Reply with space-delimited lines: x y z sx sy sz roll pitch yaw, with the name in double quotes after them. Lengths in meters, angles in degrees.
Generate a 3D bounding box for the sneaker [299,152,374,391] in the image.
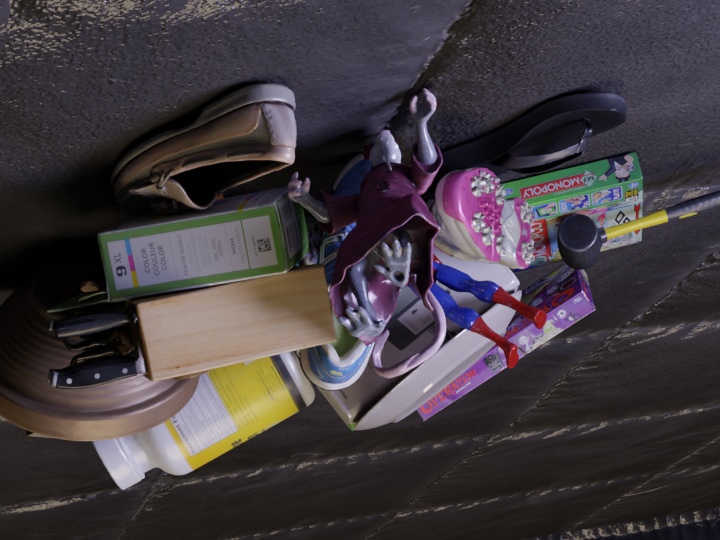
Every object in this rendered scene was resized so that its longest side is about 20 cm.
0.000 0.000 1.575 0.075 0.201 0.077 9 173 -7 "sneaker"

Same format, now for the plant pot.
-0.238 0.051 1.669 0.200 0.201 0.093 -7 127 -16 "plant pot"

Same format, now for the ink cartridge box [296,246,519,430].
0.044 0.052 1.787 0.200 0.084 0.146 -38 172 -6 "ink cartridge box"

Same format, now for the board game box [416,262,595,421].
0.138 0.066 1.877 0.200 0.032 0.120 -34 -164 11 "board game box"

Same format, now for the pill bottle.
-0.151 0.119 1.766 0.199 0.112 0.112 -29 163 -3 "pill bottle"

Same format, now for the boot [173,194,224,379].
-0.094 -0.001 1.618 0.200 0.145 0.071 -17 -165 -6 "boot"

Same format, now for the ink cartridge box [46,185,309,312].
-0.149 -0.018 1.530 0.199 0.060 0.104 -10 -172 9 "ink cartridge box"

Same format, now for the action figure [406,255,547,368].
0.066 0.020 1.653 0.065 0.200 0.099 -52 158 -14 "action figure"

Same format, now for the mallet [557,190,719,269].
0.280 -0.047 1.800 0.199 0.041 0.066 -15 162 -4 "mallet"

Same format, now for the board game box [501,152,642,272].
0.202 -0.053 1.827 0.134 0.029 0.200 -14 163 4 "board game box"

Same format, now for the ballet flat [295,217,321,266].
-0.014 -0.014 1.744 0.072 0.072 0.200 -15 168 8 "ballet flat"

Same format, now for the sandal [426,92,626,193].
0.142 -0.098 1.618 0.200 0.043 0.076 -23 160 32 "sandal"

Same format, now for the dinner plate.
0.076 0.089 1.749 0.200 0.024 0.200 -38 171 -7 "dinner plate"

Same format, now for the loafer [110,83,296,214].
-0.123 -0.078 1.468 0.072 0.063 0.200 6 155 -44 "loafer"

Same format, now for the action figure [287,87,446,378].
0.031 -0.042 1.506 0.134 0.200 0.149 -25 120 18 "action figure"

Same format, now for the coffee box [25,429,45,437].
-0.239 0.105 1.884 0.080 0.115 0.200 -24 160 33 "coffee box"

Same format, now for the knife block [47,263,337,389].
-0.143 0.049 1.496 0.199 0.064 0.175 -7 -173 32 "knife block"

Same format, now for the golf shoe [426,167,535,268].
0.087 -0.040 1.630 0.091 0.076 0.200 0 168 20 "golf shoe"
